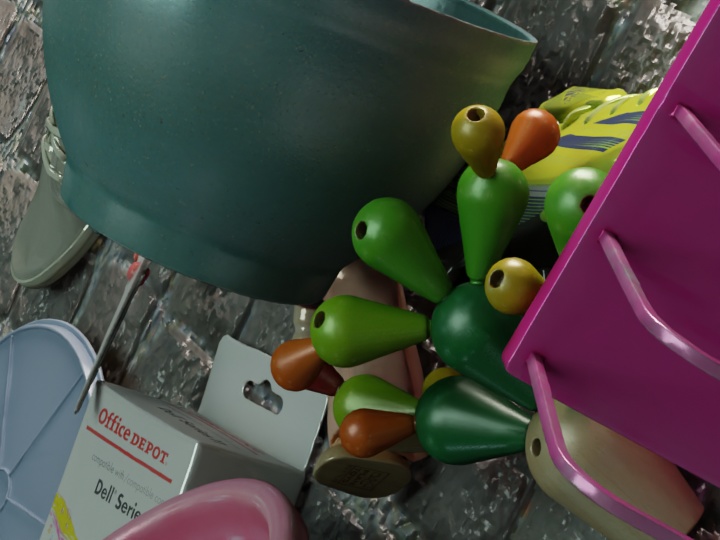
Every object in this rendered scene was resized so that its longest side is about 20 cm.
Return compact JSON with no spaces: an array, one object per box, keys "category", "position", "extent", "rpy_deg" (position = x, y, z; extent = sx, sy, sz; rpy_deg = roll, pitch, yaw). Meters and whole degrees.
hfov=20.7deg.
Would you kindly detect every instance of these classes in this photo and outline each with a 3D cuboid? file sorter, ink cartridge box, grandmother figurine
[{"category":"file sorter","position":[0.154,-0.007,0.578],"extent":[0.201,0.138,0.126],"rpy_deg":[-60,9,13]},{"category":"ink cartridge box","position":[-0.098,0.128,0.945],"extent":[0.117,0.067,0.202],"rpy_deg":[19,89,55]},{"category":"grandmother figurine","position":[0.000,0.000,0.891],"extent":[0.121,0.060,0.202],"rpy_deg":[-41,42,41]}]

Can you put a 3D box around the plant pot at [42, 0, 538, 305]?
[{"category":"plant pot","position":[-0.045,-0.070,0.796],"extent":[0.200,0.199,0.135],"rpy_deg":[38,108,53]}]

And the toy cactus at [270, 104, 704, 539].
[{"category":"toy cactus","position":[0.060,0.035,0.727],"extent":[0.200,0.165,0.102],"rpy_deg":[-44,0,42]}]

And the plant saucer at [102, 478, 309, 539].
[{"category":"plant saucer","position":[-0.094,0.171,0.795],"extent":[0.200,0.051,0.201],"rpy_deg":[-33,19,13]}]

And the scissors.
[{"category":"scissors","position":[-0.108,-0.011,1.011],"extent":[0.073,0.014,0.201],"rpy_deg":[-48,16,33]}]

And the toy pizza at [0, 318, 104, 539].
[{"category":"toy pizza","position":[-0.190,0.127,1.102],"extent":[0.199,0.032,0.202],"rpy_deg":[-26,54,43]}]

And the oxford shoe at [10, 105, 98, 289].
[{"category":"oxford shoe","position":[-0.159,-0.078,1.140],"extent":[0.201,0.057,0.075],"rpy_deg":[-56,40,21]}]

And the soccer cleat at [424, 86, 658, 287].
[{"category":"soccer cleat","position":[0.096,-0.047,0.776],"extent":[0.199,0.064,0.085],"rpy_deg":[-25,52,45]}]
